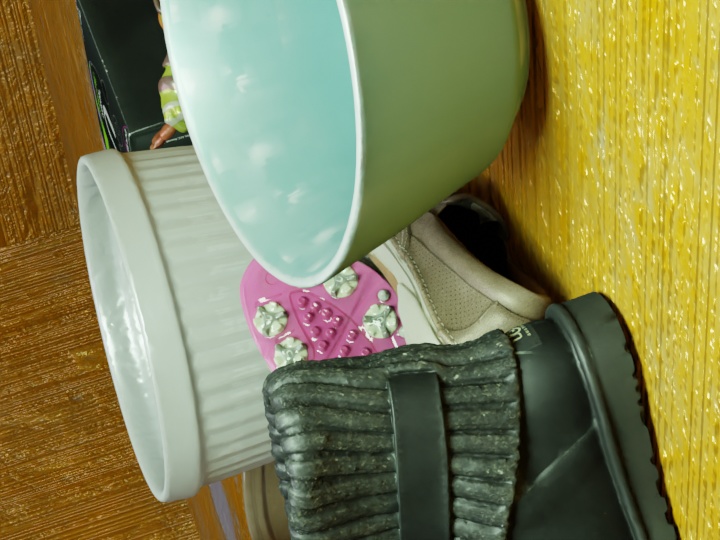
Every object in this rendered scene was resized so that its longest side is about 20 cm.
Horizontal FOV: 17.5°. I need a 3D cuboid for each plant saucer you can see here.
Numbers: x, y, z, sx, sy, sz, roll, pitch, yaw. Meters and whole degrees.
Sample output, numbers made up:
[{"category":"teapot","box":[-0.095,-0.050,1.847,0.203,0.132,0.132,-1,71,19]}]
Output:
[{"category":"plant saucer","box":[-0.039,0.096,1.580,0.200,0.029,0.201,6,-90,-77]}]

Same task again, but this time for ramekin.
[{"category":"ramekin","box":[-0.086,0.023,1.315,0.200,0.105,0.201,167,90,-78]}]

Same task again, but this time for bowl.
[{"category":"bowl","box":[-0.001,-0.102,0.989,0.201,0.105,0.201,43,140,50]}]

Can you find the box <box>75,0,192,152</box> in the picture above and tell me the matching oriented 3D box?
[{"category":"box","box":[-0.114,-0.096,1.636,0.200,0.124,0.149,87,163,-51]}]

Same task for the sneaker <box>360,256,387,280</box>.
[{"category":"sneaker","box":[0.000,0.000,1.217,0.081,0.074,0.200,3,-114,-55]}]

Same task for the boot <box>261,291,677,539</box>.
[{"category":"boot","box":[0.049,0.120,1.000,0.079,0.157,0.212,-143,37,-74]}]

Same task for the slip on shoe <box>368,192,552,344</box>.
[{"category":"slip on shoe","box":[0.044,-0.011,1.115,0.061,0.076,0.200,-56,21,20]}]

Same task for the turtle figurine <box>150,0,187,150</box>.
[{"category":"turtle figurine","box":[-0.088,-0.180,1.402,0.161,0.064,0.200,-33,34,61]}]

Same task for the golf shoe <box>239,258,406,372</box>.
[{"category":"golf shoe","box":[0.023,0.063,1.143,0.200,0.075,0.092,40,176,14]}]
